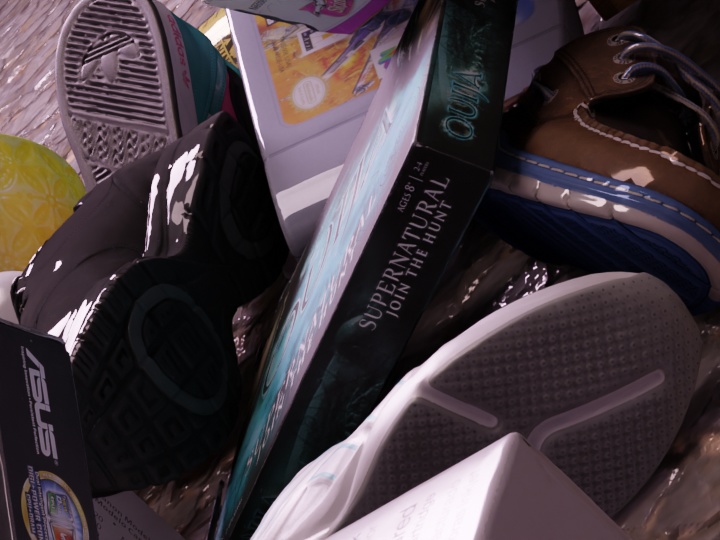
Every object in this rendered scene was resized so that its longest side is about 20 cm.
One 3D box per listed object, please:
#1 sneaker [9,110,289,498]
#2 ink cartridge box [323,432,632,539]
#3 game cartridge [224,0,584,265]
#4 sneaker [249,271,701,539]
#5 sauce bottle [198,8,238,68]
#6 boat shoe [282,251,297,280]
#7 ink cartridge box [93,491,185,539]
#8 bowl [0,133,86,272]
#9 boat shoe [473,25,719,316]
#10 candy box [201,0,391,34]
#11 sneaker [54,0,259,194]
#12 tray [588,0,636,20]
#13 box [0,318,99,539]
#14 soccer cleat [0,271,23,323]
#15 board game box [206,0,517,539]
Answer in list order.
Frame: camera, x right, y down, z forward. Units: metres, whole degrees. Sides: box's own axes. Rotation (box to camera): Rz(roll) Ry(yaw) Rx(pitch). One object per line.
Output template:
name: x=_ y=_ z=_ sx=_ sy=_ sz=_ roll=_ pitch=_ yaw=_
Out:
sneaker: x=-0.088 y=0.021 z=0.933 sx=0.090 sy=0.076 sz=0.200 roll=-19 pitch=23 yaw=24
ink cartridge box: x=-0.021 y=0.150 z=0.633 sx=0.199 sy=0.084 sz=0.145 roll=-33 pitch=22 yaw=36
game cartridge: x=0.017 y=-0.093 z=1.010 sx=0.132 sy=0.042 sz=0.201 roll=-27 pitch=39 yaw=9
sneaker: x=0.014 y=0.064 z=0.762 sx=0.200 sy=0.070 sz=0.080 roll=-42 pitch=16 yaw=15
sauce bottle: x=-0.052 y=-0.099 z=1.264 sx=0.200 sy=0.065 sz=0.065 roll=-39 pitch=19 yaw=27
boat shoe: x=0.008 y=-0.076 z=1.073 sx=0.073 sy=0.065 sz=0.201 roll=-30 pitch=24 yaw=40
ink cartridge box: x=-0.160 y=0.154 z=0.933 sx=0.200 sy=0.084 sz=0.176 roll=-40 pitch=18 yaw=19
bowl: x=-0.184 y=0.048 z=1.131 sx=0.200 sy=0.200 sz=0.108 roll=-42 pitch=59 yaw=11
boat shoe: x=0.077 y=-0.040 z=0.822 sx=0.073 sy=0.072 sz=0.200 roll=-55 pitch=18 yaw=-2
candy box: x=0.003 y=-0.195 z=0.860 sx=0.136 sy=0.061 sz=0.202 roll=152 pitch=127 yaw=-67
sneaker: x=-0.067 y=-0.009 z=1.081 sx=0.083 sy=0.121 sz=0.202 roll=-15 pitch=71 yaw=27
tray: x=0.104 y=-0.195 z=1.037 sx=0.098 sy=0.037 sz=0.201 roll=-33 pitch=42 yaw=15
box: x=-0.149 y=0.136 z=0.798 sx=0.159 sy=0.044 sz=0.201 roll=-25 pitch=64 yaw=25
soccer cleat: x=-0.196 y=0.076 z=1.020 sx=0.200 sy=0.070 sz=0.086 roll=-40 pitch=-9 yaw=16
board game box: x=0.000 y=0.000 z=0.857 sx=0.136 sy=0.028 sz=0.201 roll=-79 pitch=12 yaw=-53
